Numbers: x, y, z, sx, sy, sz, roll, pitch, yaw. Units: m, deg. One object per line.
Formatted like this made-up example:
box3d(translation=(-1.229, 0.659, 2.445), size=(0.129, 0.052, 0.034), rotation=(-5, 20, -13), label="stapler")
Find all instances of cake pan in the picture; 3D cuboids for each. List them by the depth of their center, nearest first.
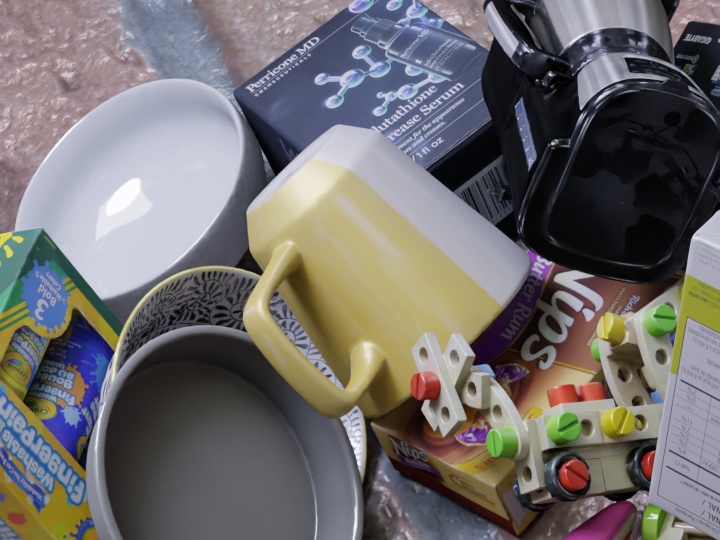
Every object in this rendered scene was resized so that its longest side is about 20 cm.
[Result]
box3d(translation=(-0.087, 0.135, 1.575), size=(0.037, 0.200, 0.201), rotation=(-28, 30, 47), label="cake pan")

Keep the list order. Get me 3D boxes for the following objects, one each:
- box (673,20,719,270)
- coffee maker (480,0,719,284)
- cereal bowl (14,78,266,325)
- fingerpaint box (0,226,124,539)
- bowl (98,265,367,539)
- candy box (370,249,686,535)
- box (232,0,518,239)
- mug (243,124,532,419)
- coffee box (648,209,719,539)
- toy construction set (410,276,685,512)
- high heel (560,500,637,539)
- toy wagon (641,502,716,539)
box3d(translation=(0.236, -0.076, 1.645), size=(0.160, 0.046, 0.200), rotation=(-60, 24, -3), label="box")
box3d(translation=(0.152, -0.080, 1.627), size=(0.134, 0.193, 0.200), rotation=(-4, 34, -2), label="coffee maker")
box3d(translation=(-0.150, -0.037, 1.867), size=(0.199, 0.083, 0.201), rotation=(-20, 46, 22), label="cereal bowl")
box3d(translation=(-0.208, 0.101, 1.677), size=(0.073, 0.200, 0.167), rotation=(-9, 44, 33), label="fingerpaint box")
box3d(translation=(-0.102, 0.107, 1.665), size=(0.094, 0.200, 0.201), rotation=(-27, 32, 46), label="bowl")
box3d(translation=(0.117, 0.066, 1.663), size=(0.116, 0.057, 0.200), rotation=(25, 64, 41), label="candy box")
box3d(translation=(0.031, -0.094, 1.826), size=(0.148, 0.107, 0.200), rotation=(-38, 42, -11), label="box")
box3d(translation=(0.006, -0.007, 1.633), size=(0.149, 0.153, 0.187), rotation=(-41, 7, 11), label="mug")
box3d(translation=(0.302, 0.053, 1.419), size=(0.199, 0.199, 0.199), rotation=(27, 43, 27), label="coffee box")
box3d(translation=(0.132, 0.076, 1.553), size=(0.199, 0.092, 0.132), rotation=(-7, 78, -17), label="toy construction set")
box3d(translation=(0.077, 0.195, 1.532), size=(0.096, 0.068, 0.200), rotation=(37, 72, 21), label="high heel")
box3d(translation=(0.240, 0.168, 1.513), size=(0.154, 0.040, 0.201), rotation=(3, 49, 28), label="toy wagon")
